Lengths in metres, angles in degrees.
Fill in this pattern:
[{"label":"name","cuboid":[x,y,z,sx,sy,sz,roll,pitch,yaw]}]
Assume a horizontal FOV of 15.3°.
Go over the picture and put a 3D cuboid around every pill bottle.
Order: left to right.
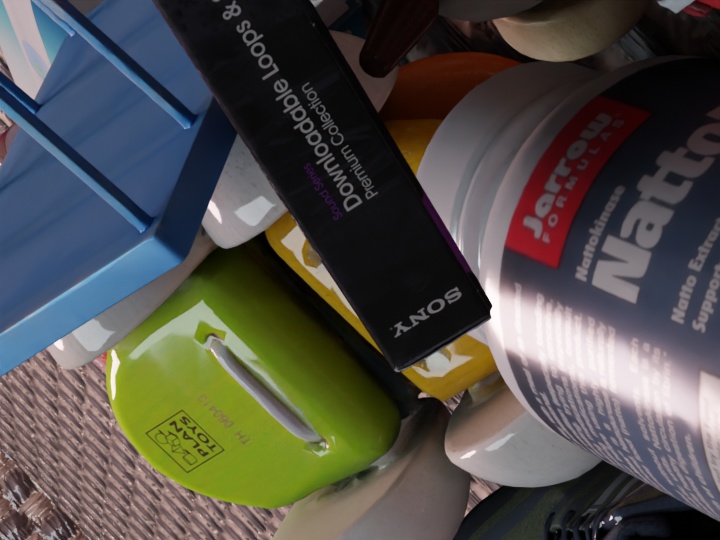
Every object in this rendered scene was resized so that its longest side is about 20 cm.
[{"label":"pill bottle","cuboid":[0.103,0.005,0.739,0.200,0.120,0.120,25,155,53]}]

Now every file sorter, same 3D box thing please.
[{"label":"file sorter","cuboid":[-0.114,-0.078,0.842,0.123,0.200,0.139,41,131,-21]}]

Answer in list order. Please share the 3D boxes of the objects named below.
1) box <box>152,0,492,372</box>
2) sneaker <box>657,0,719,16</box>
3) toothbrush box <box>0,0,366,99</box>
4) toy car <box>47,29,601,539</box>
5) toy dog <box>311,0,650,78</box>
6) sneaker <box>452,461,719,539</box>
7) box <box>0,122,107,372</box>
[{"label":"box","cuboid":[-0.042,-0.082,0.686,0.200,0.036,0.143,56,-179,-32]},{"label":"sneaker","cuboid":[0.048,-0.092,0.647,0.200,0.112,0.071,46,166,2]},{"label":"toothbrush box","cuboid":[-0.071,-0.077,1.079,0.146,0.085,0.200,41,166,18]},{"label":"toy car","cuboid":[0.000,0.000,0.926,0.175,0.150,0.200,44,125,-13]},{"label":"toy dog","cuboid":[-0.005,-0.112,0.773,0.132,0.096,0.200,54,163,-28]},{"label":"sneaker","cuboid":[0.095,0.090,0.878,0.200,0.081,0.074,-16,82,45]},{"label":"box","cuboid":[-0.115,-0.032,1.291,0.095,0.100,0.200,45,165,4]}]
